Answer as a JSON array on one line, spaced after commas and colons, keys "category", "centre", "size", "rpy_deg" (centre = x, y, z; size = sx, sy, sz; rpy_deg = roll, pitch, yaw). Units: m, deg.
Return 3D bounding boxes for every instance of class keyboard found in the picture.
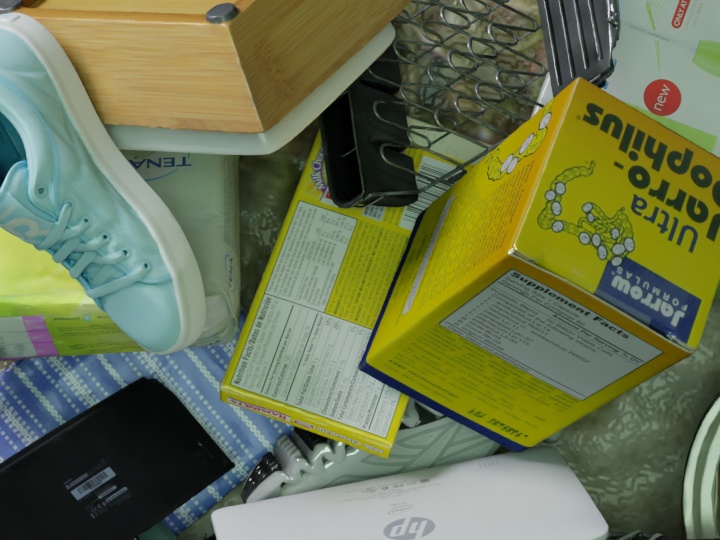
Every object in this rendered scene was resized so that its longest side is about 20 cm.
[{"category": "keyboard", "centre": [-0.136, 0.141, 1.247], "size": [0.127, 0.200, 0.021], "rpy_deg": [49, 128, 7]}]

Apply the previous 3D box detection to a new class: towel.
[{"category": "towel", "centre": [-0.141, 0.092, 1.338], "size": [0.200, 0.024, 0.145], "rpy_deg": [-40, 90, 3]}]

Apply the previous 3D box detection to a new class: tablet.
[{"category": "tablet", "centre": [0.023, 0.136, 1.215], "size": [0.199, 0.130, 0.014], "rpy_deg": [-11, 108, -6]}]

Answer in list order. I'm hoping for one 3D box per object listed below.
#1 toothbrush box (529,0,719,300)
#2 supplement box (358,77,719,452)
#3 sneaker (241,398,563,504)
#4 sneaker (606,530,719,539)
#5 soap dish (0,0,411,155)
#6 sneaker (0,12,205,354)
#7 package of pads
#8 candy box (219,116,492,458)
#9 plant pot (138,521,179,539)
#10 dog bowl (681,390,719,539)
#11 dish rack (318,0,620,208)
[{"category": "toothbrush box", "centre": [0.196, -0.070, 1.269], "size": [0.200, 0.086, 0.146], "rpy_deg": [22, 79, 4]}, {"category": "supplement box", "centre": [0.098, 0.003, 1.180], "size": [0.109, 0.200, 0.110], "rpy_deg": [28, 63, -12]}, {"category": "sneaker", "centre": [0.028, 0.102, 1.305], "size": [0.200, 0.075, 0.081], "rpy_deg": [-26, 103, -1]}, {"category": "sneaker", "centre": [0.117, 0.157, 1.265], "size": [0.200, 0.075, 0.116], "rpy_deg": [-28, 84, 39]}, {"category": "soap dish", "centre": [-0.095, -0.133, 1.225], "size": [0.200, 0.157, 0.081], "rpy_deg": [6, 125, 33]}, {"category": "sneaker", "centre": [-0.160, -0.031, 1.171], "size": [0.074, 0.082, 0.200], "rpy_deg": [-28, 98, 45]}, {"category": "package of pads", "centre": [-0.168, -0.027, 1.285], "size": [0.199, 0.068, 0.155], "rpy_deg": [-5, 62, 4]}, {"category": "candy box", "centre": [0.000, 0.000, 1.283], "size": [0.102, 0.026, 0.200], "rpy_deg": [18, 66, 4]}, {"category": "plant pot", "centre": [-0.193, 0.229, 1.266], "size": [0.200, 0.134, 0.201], "rpy_deg": [3, 104, 13]}, {"category": "dog bowl", "centre": [0.281, 0.129, 1.291], "size": [0.200, 0.074, 0.201], "rpy_deg": [0, 92, 4]}, {"category": "dish rack", "centre": [0.056, -0.133, 1.238], "size": [0.200, 0.054, 0.154], "rpy_deg": [-30, 60, 42]}]
